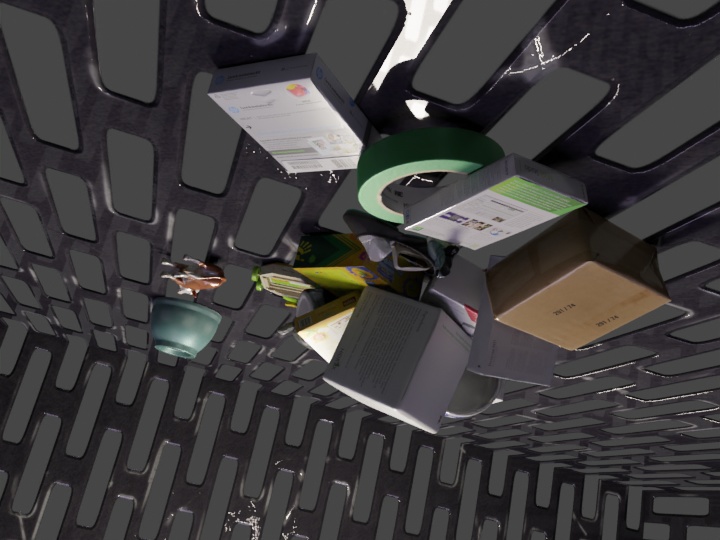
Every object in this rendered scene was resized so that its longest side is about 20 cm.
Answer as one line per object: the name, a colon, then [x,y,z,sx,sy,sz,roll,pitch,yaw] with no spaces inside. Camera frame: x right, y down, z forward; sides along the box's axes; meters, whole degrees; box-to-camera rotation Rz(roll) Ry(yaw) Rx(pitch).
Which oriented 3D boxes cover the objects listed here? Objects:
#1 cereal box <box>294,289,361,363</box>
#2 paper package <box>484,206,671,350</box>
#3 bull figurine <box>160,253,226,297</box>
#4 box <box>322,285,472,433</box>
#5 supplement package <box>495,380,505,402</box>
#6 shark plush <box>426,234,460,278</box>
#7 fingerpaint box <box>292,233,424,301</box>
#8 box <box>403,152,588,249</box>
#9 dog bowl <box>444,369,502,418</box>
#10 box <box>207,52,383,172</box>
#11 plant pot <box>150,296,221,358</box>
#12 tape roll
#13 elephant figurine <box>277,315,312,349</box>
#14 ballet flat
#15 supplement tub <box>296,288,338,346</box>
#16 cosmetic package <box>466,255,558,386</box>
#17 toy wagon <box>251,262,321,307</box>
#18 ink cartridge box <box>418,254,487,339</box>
cereal box: [-0.024,0.126,1.472,0.144,0.040,0.200,-25,142,10]
paper package: [0.331,0.021,1.129,0.190,0.104,0.200,22,138,-27]
bull figurine: [-0.388,0.012,1.683,0.121,0.065,0.200,23,157,-36]
box: [0.076,0.167,1.366,0.171,0.200,0.199,18,166,33]
supplement package: [0.261,0.262,1.890,0.200,0.120,0.121,16,161,-9]
shark plush: [0.136,-0.026,1.125,0.091,0.084,0.200,9,-161,-11]
fingerpaint box: [0.000,0.000,1.401,0.167,0.074,0.200,-1,157,36]
box: [0.175,-0.085,0.972,0.144,0.036,0.200,13,157,-37]
dog bowl: [0.234,0.251,1.759,0.200,0.201,0.079,13,163,-1]
box: [-0.077,-0.196,0.958,0.156,0.041,0.200,0,158,29]
plant pot: [-0.514,0.173,2.104,0.200,0.135,0.200,12,160,4]
tape roll: [0.095,-0.121,0.985,0.200,0.048,0.200,-2,161,-1]
elephant figurine: [-0.078,0.139,1.768,0.155,0.142,0.200,41,-176,8]
ballet flat: [0.058,-0.042,1.256,0.200,0.069,0.068,19,161,-17]
supplement tub: [-0.028,0.098,1.567,0.199,0.123,0.123,0,166,-22]
cosmetic package: [0.272,0.086,1.250,0.150,0.201,0.052,13,178,-29]
toy wagon: [-0.158,0.036,1.650,0.155,0.040,0.200,11,161,4]
ink cartridge box: [0.194,0.059,1.373,0.147,0.086,0.200,28,162,4]
